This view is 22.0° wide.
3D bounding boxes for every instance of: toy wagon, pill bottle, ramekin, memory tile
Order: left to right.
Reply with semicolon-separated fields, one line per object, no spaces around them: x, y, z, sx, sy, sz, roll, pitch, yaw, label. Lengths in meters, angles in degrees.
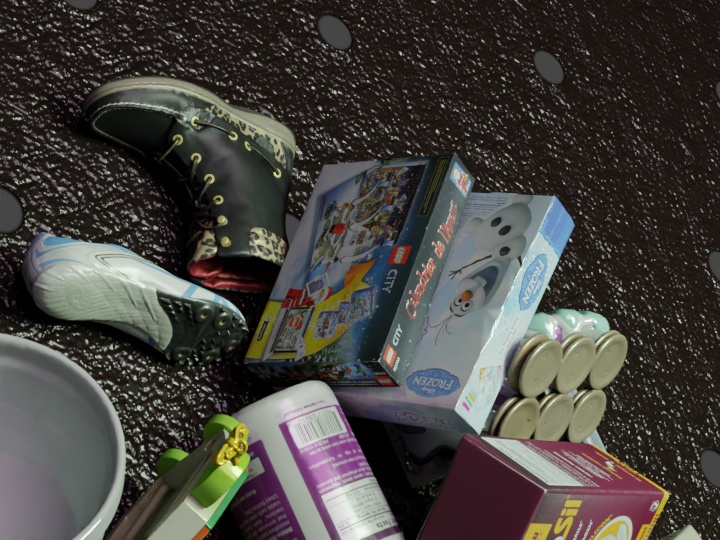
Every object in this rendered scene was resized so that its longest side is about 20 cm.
-0.258;0.148;1.231;0.198;0.105;0.201;8;46;-8;ramekin
-0.130;0.167;1.292;0.040;0.200;0.155;44;45;-10;toy wagon
-0.032;0.196;1.416;0.112;0.112;0.201;-15;74;-43;pill bottle
0.142;0.140;1.483;0.017;0.201;0.153;31;21;34;memory tile

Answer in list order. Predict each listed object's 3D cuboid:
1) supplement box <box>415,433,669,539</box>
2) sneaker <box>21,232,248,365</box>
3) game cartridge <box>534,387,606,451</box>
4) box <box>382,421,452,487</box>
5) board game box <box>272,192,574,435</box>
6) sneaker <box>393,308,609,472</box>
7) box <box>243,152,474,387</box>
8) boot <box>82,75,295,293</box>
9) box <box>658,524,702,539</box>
0.140;0.197;1.432;0.085;0.111;0.199;31;13;35;supplement box
-0.172;0.018;1.451;0.199;0.072;0.073;22;32;-34;sneaker
0.188;0.148;1.625;0.201;0.041;0.133;65;12;13;game cartridge
0.026;0.084;1.583;0.038;0.041;0.201;-13;73;-40;box
0.048;0.028;1.489;0.043;0.199;0.200;48;59;-39;board game box
0.121;0.116;1.529;0.198;0.078;0.141;-14;79;-1;sneaker
0.000;0.000;1.488;0.038;0.136;0.201;49;51;-41;box
-0.135;-0.069;1.534;0.199;0.073;0.152;18;53;-36;boot
0.225;0.305;1.564;0.200;0.095;0.078;-30;83;-47;box
